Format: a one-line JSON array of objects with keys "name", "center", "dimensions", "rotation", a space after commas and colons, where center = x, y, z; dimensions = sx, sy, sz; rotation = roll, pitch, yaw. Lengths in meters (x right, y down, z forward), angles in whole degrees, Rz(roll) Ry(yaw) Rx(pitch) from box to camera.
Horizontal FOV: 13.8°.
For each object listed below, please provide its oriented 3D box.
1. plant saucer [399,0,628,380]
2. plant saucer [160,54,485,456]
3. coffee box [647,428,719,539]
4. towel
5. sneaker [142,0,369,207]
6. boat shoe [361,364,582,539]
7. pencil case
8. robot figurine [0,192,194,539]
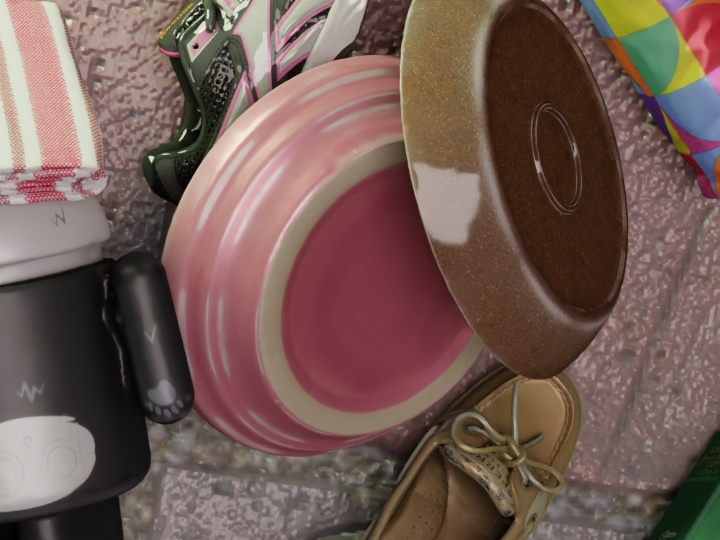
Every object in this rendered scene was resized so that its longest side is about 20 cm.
[{"name": "plant saucer", "center": [0.079, -0.050, 1.397], "dimensions": [0.034, 0.200, 0.200], "rotation": [-14, 102, 26]}, {"name": "plant saucer", "center": [0.000, 0.000, 1.404], "dimensions": [0.201, 0.051, 0.201], "rotation": [-17, 120, -32]}, {"name": "coffee box", "center": [0.182, 0.191, 1.494], "dimensions": [0.123, 0.044, 0.200], "rotation": [38, 71, -15]}, {"name": "towel", "center": [-0.221, -0.075, 1.347], "dimensions": [0.200, 0.146, 0.030], "rotation": [-1, 128, -14]}, {"name": "sneaker", "center": [-0.049, -0.114, 1.410], "dimensions": [0.086, 0.080, 0.200], "rotation": [14, 92, -13]}, {"name": "boat shoe", "center": [0.046, 0.121, 1.449], "dimensions": [0.073, 0.063, 0.200], "rotation": [37, 71, -1]}, {"name": "pencil case", "center": [0.157, -0.132, 1.457], "dimensions": [0.088, 0.088, 0.200], "rotation": [-34, 104, -8]}, {"name": "robot figurine", "center": [-0.163, 0.046, 1.375], "dimensions": [0.150, 0.125, 0.200], "rotation": [-11, 95, -15]}]
